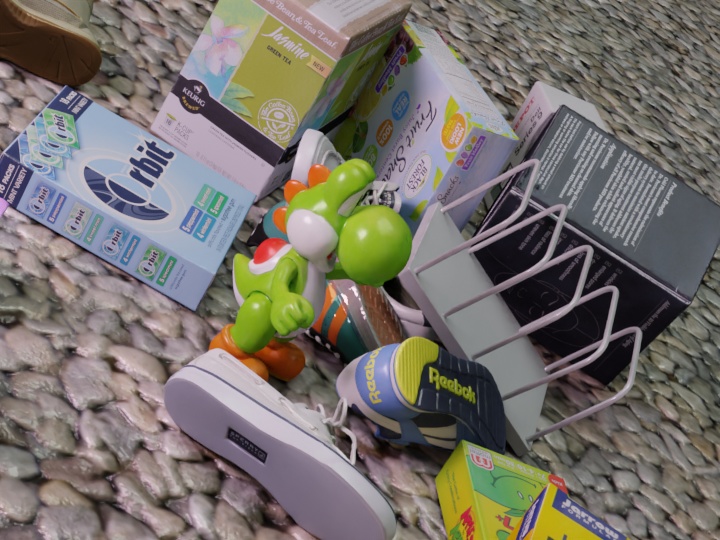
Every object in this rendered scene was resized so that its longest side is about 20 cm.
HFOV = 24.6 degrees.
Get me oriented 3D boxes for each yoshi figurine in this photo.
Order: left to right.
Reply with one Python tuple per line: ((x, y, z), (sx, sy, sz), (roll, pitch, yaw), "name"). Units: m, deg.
((-0.029, 0.012, 1.292), (0.111, 0.201, 0.113), (19, 28, -25), "yoshi figurine")

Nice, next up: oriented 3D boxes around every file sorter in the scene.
((0.147, 0.028, 1.454), (0.201, 0.124, 0.139), (56, 27, -15), "file sorter")

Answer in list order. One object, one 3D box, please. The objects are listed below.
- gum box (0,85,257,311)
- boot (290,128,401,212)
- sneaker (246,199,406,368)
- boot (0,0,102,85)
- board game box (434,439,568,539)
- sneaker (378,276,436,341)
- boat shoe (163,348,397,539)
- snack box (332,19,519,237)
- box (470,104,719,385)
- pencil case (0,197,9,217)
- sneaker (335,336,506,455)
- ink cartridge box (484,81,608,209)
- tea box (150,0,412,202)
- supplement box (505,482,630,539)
((-0.199, -0.066, 1.417), (0.199, 0.045, 0.170), (30, 26, -5), "gum box")
((-0.007, -0.077, 1.530), (0.094, 0.074, 0.200), (14, -3, 8), "boot")
((-0.026, 0.033, 1.423), (0.201, 0.080, 0.071), (61, 21, 10), "sneaker")
((-0.340, -0.266, 1.577), (0.199, 0.072, 0.155), (26, 27, -26), "boot")
((0.123, 0.225, 1.269), (0.101, 0.048, 0.201), (23, 28, -20), "board game box")
((0.000, 0.000, 1.493), (0.200, 0.071, 0.073), (42, 28, 19), "sneaker")
((-0.045, 0.124, 1.222), (0.201, 0.075, 0.086), (32, 42, 15), "boat shoe")
((0.056, -0.129, 1.667), (0.067, 0.170, 0.201), (11, 32, -35), "snack box")
((0.217, -0.020, 1.596), (0.196, 0.200, 0.124), (34, 59, 1), "box")
((-0.358, -0.062, 1.188), (0.198, 0.086, 0.084), (28, 25, -11), "pencil case")
((0.056, 0.110, 1.358), (0.200, 0.081, 0.075), (36, 47, -48), "sneaker")
((0.210, -0.091, 1.801), (0.083, 0.147, 0.201), (20, 28, -20), "ink cartridge box")
((-0.074, -0.202, 1.618), (0.133, 0.198, 0.200), (34, 26, 6), "tea box")
((0.101, 0.254, 1.019), (0.108, 0.201, 0.110), (32, 25, 2), "supplement box")
